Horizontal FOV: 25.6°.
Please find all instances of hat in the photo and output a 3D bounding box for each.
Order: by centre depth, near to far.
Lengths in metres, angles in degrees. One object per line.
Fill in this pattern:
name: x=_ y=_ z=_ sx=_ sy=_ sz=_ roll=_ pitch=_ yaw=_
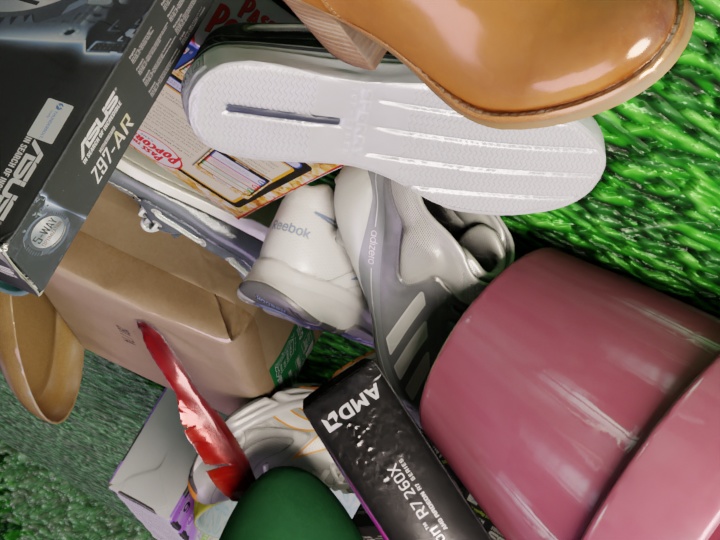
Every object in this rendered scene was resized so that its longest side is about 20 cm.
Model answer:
hat: x=-0.041 y=0.144 z=1.080 sx=0.164 sy=0.178 sz=0.199 roll=-3 pitch=162 yaw=34

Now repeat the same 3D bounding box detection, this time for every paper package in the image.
paper package: x=-0.133 y=0.013 z=1.155 sx=0.189 sy=0.104 sz=0.200 roll=24 pitch=161 yaw=15

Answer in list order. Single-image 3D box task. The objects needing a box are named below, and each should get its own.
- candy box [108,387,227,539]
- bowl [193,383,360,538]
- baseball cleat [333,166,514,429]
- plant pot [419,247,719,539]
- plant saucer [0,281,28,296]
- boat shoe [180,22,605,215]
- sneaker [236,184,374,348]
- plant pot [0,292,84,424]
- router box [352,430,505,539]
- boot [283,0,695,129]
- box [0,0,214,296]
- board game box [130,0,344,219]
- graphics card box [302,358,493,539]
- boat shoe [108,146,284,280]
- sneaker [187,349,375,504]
candy box: x=-0.144 y=0.170 z=1.485 sx=0.071 sy=0.169 sz=0.200 roll=25 pitch=162 yaw=15
bowl: x=-0.052 y=0.162 z=1.384 sx=0.197 sy=0.109 sz=0.201 roll=-5 pitch=157 yaw=-2
baseball cleat: x=0.048 y=0.024 z=0.902 sx=0.106 sy=0.070 sz=0.201 roll=9 pitch=136 yaw=43
plant pot: x=0.136 y=0.089 z=0.848 sx=0.178 sy=0.200 sz=0.200 roll=37 pitch=167 yaw=25
plant saucer: x=-0.240 y=-0.081 z=0.966 sx=0.199 sy=0.036 sz=0.202 roll=36 pitch=144 yaw=32
boat shoe: x=0.018 y=-0.082 z=0.731 sx=0.197 sy=0.071 sz=0.073 roll=12 pitch=128 yaw=-10
sneaker: x=0.000 y=0.000 z=0.976 sx=0.074 sy=0.088 sz=0.200 roll=18 pitch=178 yaw=23
plant pot: x=-0.244 y=0.014 z=1.183 sx=0.027 sy=0.203 sz=0.200 roll=-4 pitch=157 yaw=4
router box: x=0.077 y=0.119 z=1.047 sx=0.062 sy=0.151 sz=0.200 roll=32 pitch=161 yaw=-11
boot: x=0.017 y=-0.132 z=0.594 sx=0.198 sy=0.074 sz=0.155 roll=12 pitch=154 yaw=38
box: x=-0.166 y=-0.107 z=0.723 sx=0.159 sy=0.201 sz=0.044 roll=22 pitch=161 yaw=21
board game box: x=-0.088 y=-0.101 z=0.871 sx=0.151 sy=0.047 sz=0.200 roll=34 pitch=161 yaw=-16
graphics card box: x=0.040 y=0.143 z=0.865 sx=0.201 sy=0.051 sz=0.125 roll=58 pitch=177 yaw=0
boat shoe: x=-0.116 y=-0.040 z=1.010 sx=0.198 sy=0.062 sz=0.073 roll=27 pitch=-154 yaw=-8
sneaker: x=-0.027 y=0.131 z=1.149 sx=0.092 sy=0.198 sz=0.076 roll=58 pitch=161 yaw=24
